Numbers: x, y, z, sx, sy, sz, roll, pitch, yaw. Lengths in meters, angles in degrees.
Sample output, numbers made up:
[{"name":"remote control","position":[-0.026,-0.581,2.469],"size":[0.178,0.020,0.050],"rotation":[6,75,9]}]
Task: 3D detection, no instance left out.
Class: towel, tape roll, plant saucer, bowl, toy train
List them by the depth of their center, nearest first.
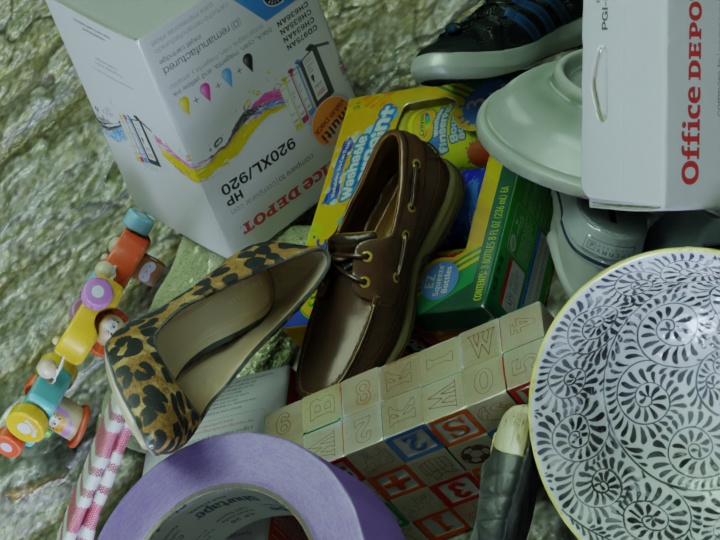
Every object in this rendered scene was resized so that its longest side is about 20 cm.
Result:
[{"name":"bowl","position":[0.206,0.081,1.331],"size":[0.200,0.094,0.202],"rotation":[3,98,26]},{"name":"tape roll","position":[-0.068,0.200,1.355],"size":[0.199,0.066,0.201],"rotation":[-11,65,25]},{"name":"plant saucer","position":[0.174,-0.103,1.476],"size":[0.199,0.051,0.200],"rotation":[4,26,-2]},{"name":"towel","position":[-0.175,0.143,1.571],"size":[0.146,0.030,0.201],"rotation":[-163,94,-84]},{"name":"towel","position":[-0.106,0.048,1.676],"size":[0.148,0.036,0.201],"rotation":[6,61,40]},{"name":"toy train","position":[-0.201,0.056,1.713],"size":[0.201,0.055,0.150],"rotation":[-59,5,5]}]

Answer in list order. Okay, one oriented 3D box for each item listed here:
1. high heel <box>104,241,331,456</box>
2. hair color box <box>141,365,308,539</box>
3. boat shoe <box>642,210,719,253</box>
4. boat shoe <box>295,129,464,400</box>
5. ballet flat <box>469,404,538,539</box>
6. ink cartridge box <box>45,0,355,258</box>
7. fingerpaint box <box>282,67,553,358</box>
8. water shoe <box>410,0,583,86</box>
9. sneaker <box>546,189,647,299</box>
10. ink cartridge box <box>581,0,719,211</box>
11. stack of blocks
[{"name":"high heel","position":[-0.081,0.041,1.406],"size":[0.142,0.072,0.200],"rotation":[-26,20,6]},{"name":"hair color box","position":[-0.087,0.169,1.487],"size":[0.110,0.064,0.201],"rotation":[-15,47,27]},{"name":"boat shoe","position":[0.235,0.001,1.417],"size":[0.199,0.068,0.074],"rotation":[-10,52,65]},{"name":"boat shoe","position":[0.001,0.000,1.498],"size":[0.072,0.068,0.201],"rotation":[6,65,40]},{"name":"ballet flat","position":[0.063,0.173,1.368],"size":[0.057,0.066,0.201],"rotation":[20,98,16]},{"name":"ink cartridge box","position":[-0.107,-0.141,1.683],"size":[0.147,0.201,0.144],"rotation":[-36,37,-20]},{"name":"fingerpaint box","position":[0.052,-0.033,1.587],"size":[0.166,0.073,0.201],"rotation":[-6,53,35]},{"name":"water shoe","position":[0.104,-0.182,1.597],"size":[0.199,0.079,0.071],"rotation":[-23,14,-39]},{"name":"sneaker","position":[0.148,-0.045,1.514],"size":[0.200,0.073,0.071],"rotation":[-78,8,-59]},{"name":"ink cartridge box","position":[0.235,-0.110,1.350],"size":[0.083,0.199,0.148],"rotation":[11,103,62]},{"name":"stack of blocks","position":[0.053,0.107,1.440],"size":[0.199,0.115,0.059],"rotation":[-24,45,21]}]
